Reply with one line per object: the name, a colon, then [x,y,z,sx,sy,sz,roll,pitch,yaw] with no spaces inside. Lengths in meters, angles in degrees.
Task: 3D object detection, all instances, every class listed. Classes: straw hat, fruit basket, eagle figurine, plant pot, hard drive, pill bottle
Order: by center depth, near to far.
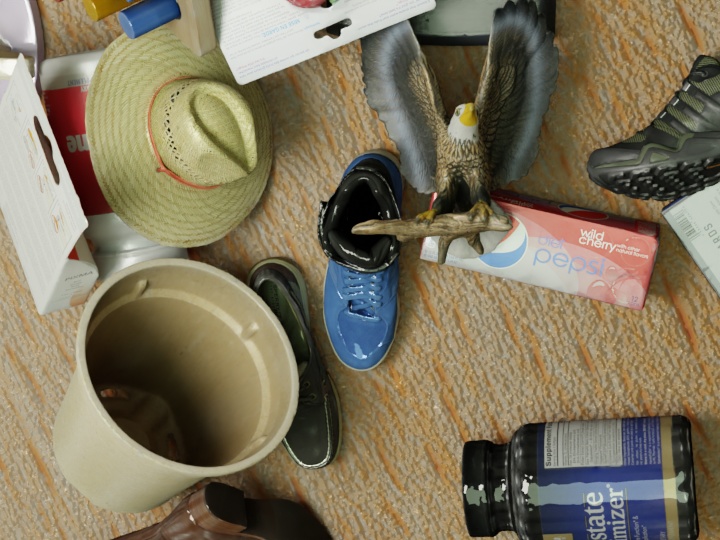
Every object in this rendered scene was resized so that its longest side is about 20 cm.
fruit basket: [-0.058,-0.274,1.375,0.185,0.094,0.201,-20,112,16]
eagle figurine: [0.082,-0.117,1.396,0.151,0.151,0.201,-30,51,47]
straw hat: [-0.132,-0.117,1.434,0.085,0.200,0.202,2,106,52]
hard drive: [0.067,-0.259,1.443,0.199,0.042,0.136,3,102,9]
pill bottle: [0.192,0.187,1.485,0.199,0.112,0.112,-5,101,11]
plant pot: [-0.182,0.121,1.488,0.200,0.201,0.184,43,139,-1]
pill bottle: [-0.212,-0.096,1.498,0.112,0.112,0.201,-8,100,12]

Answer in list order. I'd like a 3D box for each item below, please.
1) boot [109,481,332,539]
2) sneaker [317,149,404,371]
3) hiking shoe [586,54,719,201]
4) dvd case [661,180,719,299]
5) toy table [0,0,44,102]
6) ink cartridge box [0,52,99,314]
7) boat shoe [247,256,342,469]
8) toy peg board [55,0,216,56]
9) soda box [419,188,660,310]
boot: [-0.146,0.274,1.586,0.186,0.064,0.200,33,129,-32]
sneaker: [-0.001,0.000,1.481,0.076,0.111,0.201,10,103,8]
hiking shoe: [0.285,-0.126,1.431,0.199,0.076,0.101,-15,66,16]
dvd case: [0.382,-0.047,1.449,0.200,0.025,0.151,-35,94,15]
toy table: [-0.362,-0.191,1.504,0.183,0.117,0.201,-8,101,12]
ink cartridge box: [-0.260,-0.073,1.429,0.050,0.200,0.163,-15,74,-29]
boat shoe: [-0.067,0.090,1.534,0.071,0.066,0.202,-10,100,11]
toy peg board: [-0.220,-0.283,1.375,0.098,0.200,0.199,-30,52,-21]
soda box: [0.156,-0.024,1.473,0.199,0.063,0.070,13,103,8]
